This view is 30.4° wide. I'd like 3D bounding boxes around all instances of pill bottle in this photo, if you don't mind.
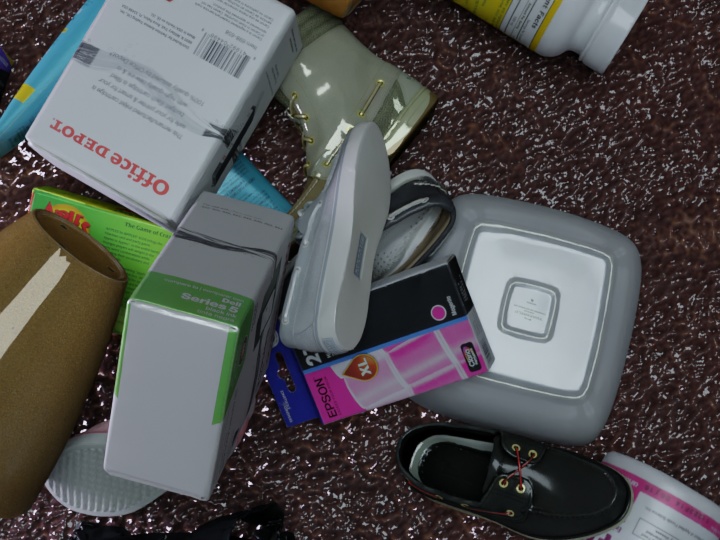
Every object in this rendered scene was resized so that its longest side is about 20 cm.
[{"bbox_3d":[0.207,0.262,1.084,0.112,0.113,0.202,28,83,3],"label":"pill bottle"},{"bbox_3d":[0.149,-0.260,1.153,0.199,0.112,0.113,32,84,3],"label":"pill bottle"}]

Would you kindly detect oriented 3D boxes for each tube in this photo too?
[{"bbox_3d":[-0.257,-0.176,1.158,0.050,0.077,0.201,38,80,2],"label":"tube"},{"bbox_3d":[-0.135,-0.094,1.166,0.077,0.050,0.201,-38,91,0],"label":"tube"}]

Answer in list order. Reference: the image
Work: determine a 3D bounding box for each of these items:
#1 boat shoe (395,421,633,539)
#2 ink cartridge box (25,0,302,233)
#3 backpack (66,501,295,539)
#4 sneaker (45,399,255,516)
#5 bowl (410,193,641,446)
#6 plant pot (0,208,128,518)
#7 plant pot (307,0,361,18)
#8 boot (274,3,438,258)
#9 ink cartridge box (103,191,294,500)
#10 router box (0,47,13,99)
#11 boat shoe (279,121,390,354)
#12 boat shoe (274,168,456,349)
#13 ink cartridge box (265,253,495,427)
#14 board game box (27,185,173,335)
[{"bbox_3d":[0.121,0.170,1.076,0.199,0.063,0.074,7,68,31],"label":"boat shoe"},{"bbox_3d":[-0.158,-0.148,1.090,0.143,0.084,0.201,29,81,8],"label":"ink cartridge box"},{"bbox_3d":[-0.152,0.268,1.042,0.197,0.191,0.156,-5,79,0],"label":"backpack"},{"bbox_3d":[-0.173,0.141,1.127,0.198,0.105,0.076,-22,107,26],"label":"sneaker"},{"bbox_3d":[0.139,0.038,1.134,0.197,0.075,0.202,15,82,3],"label":"bowl"},{"bbox_3d":[-0.281,0.057,1.052,0.186,0.186,0.201,38,98,5],"label":"plant pot"},{"bbox_3d":[-0.047,-0.321,1.124,0.183,0.200,0.201,39,84,-3],"label":"plant pot"},{"bbox_3d":[-0.048,-0.124,1.155,0.154,0.072,0.200,41,78,4],"label":"boot"},{"bbox_3d":[-0.117,0.050,0.997,0.083,0.200,0.147,14,116,3],"label":"ink cartridge box"},{"bbox_3d":[-0.426,-0.145,1.166,0.197,0.052,0.159,16,83,2],"label":"router box"},{"bbox_3d":[-0.023,-0.028,1.068,0.068,0.072,0.203,-2,69,26],"label":"boat shoe"},{"bbox_3d":[0.000,0.000,1.125,0.199,0.060,0.074,-40,123,3],"label":"boat shoe"},{"bbox_3d":[0.003,0.064,1.091,0.198,0.037,0.096,-20,99,22],"label":"ink cartridge box"},{"bbox_3d":[-0.193,0.004,1.139,0.197,0.048,0.103,16,96,2],"label":"board game box"}]
